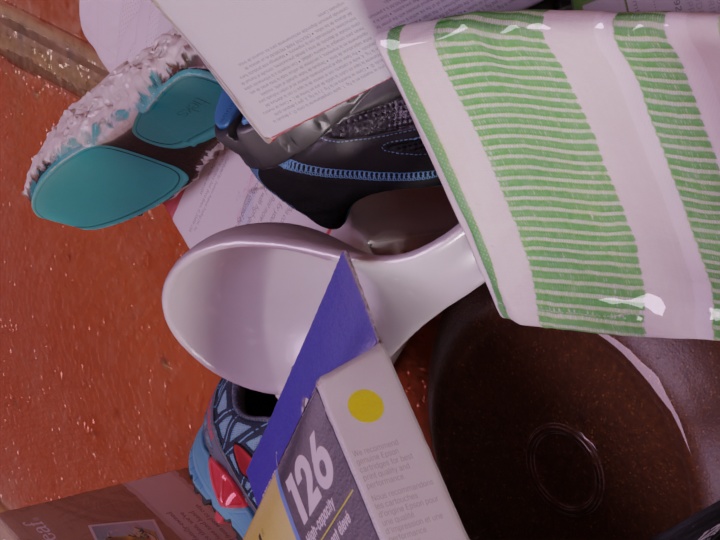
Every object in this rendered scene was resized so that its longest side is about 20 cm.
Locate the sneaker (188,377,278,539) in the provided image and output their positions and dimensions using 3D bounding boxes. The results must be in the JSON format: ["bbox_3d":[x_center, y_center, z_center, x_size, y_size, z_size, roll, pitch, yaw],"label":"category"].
[{"bbox_3d":[-0.020,0.104,1.147,0.200,0.079,0.096,39,126,41],"label":"sneaker"}]

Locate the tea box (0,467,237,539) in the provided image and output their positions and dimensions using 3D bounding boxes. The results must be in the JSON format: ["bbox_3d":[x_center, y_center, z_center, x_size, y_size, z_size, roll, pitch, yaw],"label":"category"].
[{"bbox_3d":[-0.102,0.246,1.247,0.200,0.133,0.197,39,129,41],"label":"tea box"}]

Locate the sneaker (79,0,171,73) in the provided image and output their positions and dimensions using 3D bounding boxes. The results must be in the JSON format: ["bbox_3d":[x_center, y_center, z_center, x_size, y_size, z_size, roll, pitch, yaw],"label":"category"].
[{"bbox_3d":[-0.091,-0.167,1.180,0.116,0.073,0.200,54,132,35],"label":"sneaker"}]

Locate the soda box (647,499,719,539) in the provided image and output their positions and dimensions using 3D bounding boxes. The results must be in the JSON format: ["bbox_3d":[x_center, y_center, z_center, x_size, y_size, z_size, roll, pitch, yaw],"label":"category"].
[{"bbox_3d":[0.110,0.149,0.921,0.063,0.071,0.200,54,139,2],"label":"soda box"}]

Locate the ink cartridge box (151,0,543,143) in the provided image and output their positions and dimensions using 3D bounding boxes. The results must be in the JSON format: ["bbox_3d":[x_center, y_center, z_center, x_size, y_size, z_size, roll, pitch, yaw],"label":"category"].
[{"bbox_3d":[0.037,-0.165,0.919,0.200,0.176,0.084,-24,117,32],"label":"ink cartridge box"}]

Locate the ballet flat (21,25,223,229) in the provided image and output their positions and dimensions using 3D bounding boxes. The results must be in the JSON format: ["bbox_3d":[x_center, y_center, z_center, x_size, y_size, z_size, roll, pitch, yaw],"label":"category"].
[{"bbox_3d":[-0.095,-0.078,1.117,0.200,0.072,0.072,-29,75,51],"label":"ballet flat"}]

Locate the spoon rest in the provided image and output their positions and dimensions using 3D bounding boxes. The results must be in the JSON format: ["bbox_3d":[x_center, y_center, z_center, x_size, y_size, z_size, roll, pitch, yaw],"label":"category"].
[{"bbox_3d":[0.000,0.000,0.994,0.200,0.099,0.061,-29,32,31],"label":"spoon rest"}]

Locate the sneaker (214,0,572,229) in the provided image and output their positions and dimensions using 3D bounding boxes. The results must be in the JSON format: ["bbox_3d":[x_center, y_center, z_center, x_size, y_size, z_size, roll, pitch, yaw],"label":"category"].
[{"bbox_3d":[0.038,-0.086,1.003,0.200,0.082,0.073,-23,38,22],"label":"sneaker"}]

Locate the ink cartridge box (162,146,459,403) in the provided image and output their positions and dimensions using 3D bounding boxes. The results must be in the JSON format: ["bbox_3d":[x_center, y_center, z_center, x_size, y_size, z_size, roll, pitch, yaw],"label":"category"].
[{"bbox_3d":[-0.020,-0.021,1.124,0.200,0.067,0.117,58,139,29],"label":"ink cartridge box"}]

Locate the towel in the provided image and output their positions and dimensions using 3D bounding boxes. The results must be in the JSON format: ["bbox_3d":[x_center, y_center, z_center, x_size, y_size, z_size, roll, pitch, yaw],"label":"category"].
[{"bbox_3d":[0.108,-0.028,0.836,0.200,0.023,0.153,8,136,41],"label":"towel"}]

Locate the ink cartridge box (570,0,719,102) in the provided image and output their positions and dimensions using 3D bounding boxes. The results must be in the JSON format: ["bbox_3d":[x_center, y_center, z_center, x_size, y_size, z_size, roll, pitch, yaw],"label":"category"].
[{"bbox_3d":[0.177,-0.100,0.807,0.200,0.104,0.060,-18,85,53],"label":"ink cartridge box"}]

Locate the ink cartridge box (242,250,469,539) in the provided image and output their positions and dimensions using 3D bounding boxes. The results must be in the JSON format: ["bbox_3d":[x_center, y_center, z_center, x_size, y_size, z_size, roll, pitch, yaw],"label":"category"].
[{"bbox_3d":[-0.011,0.129,0.975,0.200,0.047,0.198,65,153,26],"label":"ink cartridge box"}]

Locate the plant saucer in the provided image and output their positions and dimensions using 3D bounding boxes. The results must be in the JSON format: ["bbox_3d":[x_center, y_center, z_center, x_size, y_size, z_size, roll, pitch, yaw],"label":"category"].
[{"bbox_3d":[0.096,0.079,0.987,0.200,0.037,0.201,20,121,38],"label":"plant saucer"}]
